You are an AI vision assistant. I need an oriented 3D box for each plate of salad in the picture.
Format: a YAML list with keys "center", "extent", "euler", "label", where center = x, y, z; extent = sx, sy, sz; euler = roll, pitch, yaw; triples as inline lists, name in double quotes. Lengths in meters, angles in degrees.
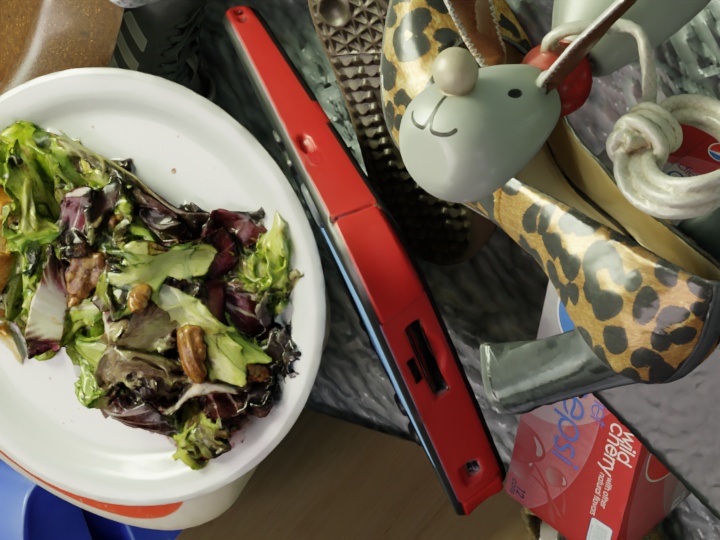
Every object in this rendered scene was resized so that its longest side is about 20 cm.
- center: [-0.112, 0.011, 1.247]
  extent: [0.199, 0.048, 0.201]
  euler: [4, 104, 18]
  label: "plate of salad"

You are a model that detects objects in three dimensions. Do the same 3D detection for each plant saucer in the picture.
- center: [-0.169, -0.154, 1.338]
  extent: [0.200, 0.034, 0.201]
  euler: [0, 90, 58]
  label: "plant saucer"

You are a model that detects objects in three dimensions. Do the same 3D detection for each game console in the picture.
- center: [0.000, 0.000, 1.242]
  extent: [0.177, 0.031, 0.200]
  euler: [57, 174, 41]
  label: "game console"

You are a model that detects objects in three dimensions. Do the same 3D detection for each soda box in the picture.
- center: [0.117, 0.029, 1.184]
  extent: [0.063, 0.070, 0.200]
  euler: [36, 142, 24]
  label: "soda box"

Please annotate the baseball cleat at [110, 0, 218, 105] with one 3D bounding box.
- center: [-0.090, -0.115, 1.343]
  extent: [0.106, 0.070, 0.200]
  euler: [46, 152, -14]
  label: "baseball cleat"

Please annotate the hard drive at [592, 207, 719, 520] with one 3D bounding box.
- center: [0.183, 0.016, 1.046]
  extent: [0.140, 0.033, 0.200]
  euler: [44, 124, 3]
  label: "hard drive"

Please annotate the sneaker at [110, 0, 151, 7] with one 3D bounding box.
- center: [-0.113, -0.217, 1.196]
  extent: [0.114, 0.075, 0.201]
  euler: [29, 125, 21]
  label: "sneaker"

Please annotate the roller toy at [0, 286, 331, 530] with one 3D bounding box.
- center: [-0.117, 0.033, 1.382]
  extent: [0.182, 0.140, 0.200]
  euler: [38, 149, -13]
  label: "roller toy"

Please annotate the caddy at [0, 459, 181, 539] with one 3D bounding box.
- center: [-0.158, 0.167, 1.591]
  extent: [0.105, 0.141, 0.201]
  euler: [-1, 117, 46]
  label: "caddy"

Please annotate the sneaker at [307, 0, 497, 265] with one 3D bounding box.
- center: [0.027, -0.102, 1.175]
  extent: [0.070, 0.076, 0.201]
  euler: [10, 128, 24]
  label: "sneaker"

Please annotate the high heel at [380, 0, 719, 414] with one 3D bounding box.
- center: [0.076, -0.052, 1.043]
  extent: [0.142, 0.071, 0.201]
  euler: [-22, 81, 57]
  label: "high heel"

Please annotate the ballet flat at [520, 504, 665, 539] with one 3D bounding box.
- center: [0.126, 0.173, 1.303]
  extent: [0.071, 0.071, 0.201]
  euler: [-2, 117, 52]
  label: "ballet flat"

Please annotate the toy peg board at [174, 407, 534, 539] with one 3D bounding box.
- center: [-0.009, 0.189, 1.385]
  extent: [0.199, 0.200, 0.098]
  euler: [14, 144, 45]
  label: "toy peg board"

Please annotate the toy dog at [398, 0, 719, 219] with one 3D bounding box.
- center: [0.087, -0.114, 0.999]
  extent: [0.131, 0.200, 0.097]
  euler: [3, 130, 21]
  label: "toy dog"
